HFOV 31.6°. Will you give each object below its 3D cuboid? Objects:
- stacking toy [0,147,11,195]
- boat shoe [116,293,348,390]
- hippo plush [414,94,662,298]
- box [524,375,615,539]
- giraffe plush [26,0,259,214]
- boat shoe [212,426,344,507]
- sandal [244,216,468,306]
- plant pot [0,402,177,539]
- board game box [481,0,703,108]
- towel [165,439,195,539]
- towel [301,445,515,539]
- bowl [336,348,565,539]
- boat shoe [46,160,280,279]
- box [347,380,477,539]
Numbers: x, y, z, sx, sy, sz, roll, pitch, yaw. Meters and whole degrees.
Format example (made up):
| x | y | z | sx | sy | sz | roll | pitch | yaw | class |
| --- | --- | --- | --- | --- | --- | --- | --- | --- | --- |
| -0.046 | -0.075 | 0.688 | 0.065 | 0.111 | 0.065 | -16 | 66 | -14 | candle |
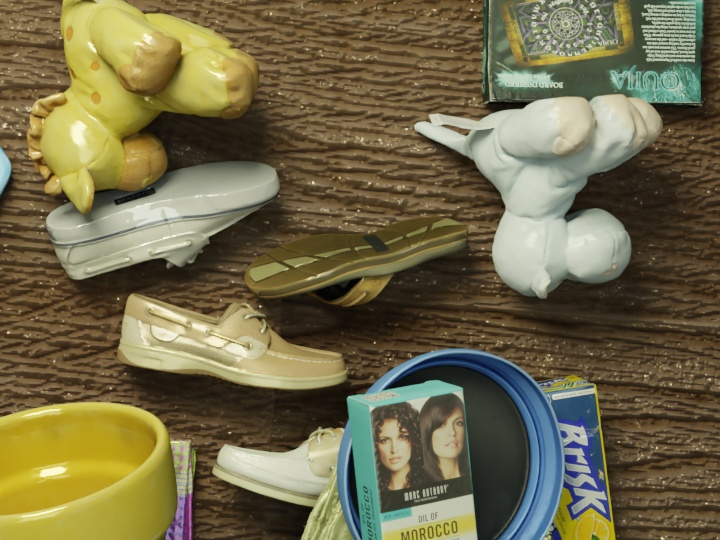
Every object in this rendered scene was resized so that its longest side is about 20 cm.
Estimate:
| x | y | z | sx | sy | sz | roll | pitch | yaw | class |
| --- | --- | --- | --- | --- | --- | --- | --- | --- | --- |
| -0.353 | -0.078 | 0.989 | 0.116 | 0.200 | 0.110 | 32 | 88 | -6 | stacking toy |
| -0.106 | 0.061 | 1.089 | 0.199 | 0.071 | 0.065 | 9 | 92 | -6 | boat shoe |
| 0.162 | -0.058 | 1.074 | 0.198 | 0.159 | 0.162 | -5 | 92 | -7 | hippo plush |
| 0.181 | 0.199 | 1.133 | 0.070 | 0.064 | 0.202 | -8 | 94 | -7 | box |
| -0.198 | -0.131 | 1.038 | 0.199 | 0.173 | 0.163 | 22 | 104 | -9 | giraffe plush |
| -0.028 | 0.170 | 1.106 | 0.199 | 0.075 | 0.069 | 14 | 89 | -18 | boat shoe |
| 0.000 | 0.000 | 1.106 | 0.199 | 0.080 | 0.054 | -13 | 115 | -11 | sandal |
| -0.237 | 0.230 | 1.007 | 0.199 | 0.201 | 0.190 | -8 | 109 | -7 | plant pot |
| 0.208 | -0.215 | 1.139 | 0.198 | 0.028 | 0.136 | 1 | 92 | -8 | board game box |
| -0.217 | 0.244 | 1.107 | 0.143 | 0.023 | 0.202 | 3 | 91 | -6 | towel |
| 0.044 | 0.239 | 1.079 | 0.199 | 0.036 | 0.149 | 28 | 83 | -20 | towel |
| 0.073 | 0.163 | 1.046 | 0.199 | 0.039 | 0.202 | -1 | 93 | -21 | bowl |
| -0.163 | -0.038 | 1.088 | 0.199 | 0.071 | 0.070 | -17 | 121 | -10 | boat shoe |
| 0.045 | 0.192 | 0.990 | 0.082 | 0.049 | 0.202 | -8 | 96 | -21 | box |
